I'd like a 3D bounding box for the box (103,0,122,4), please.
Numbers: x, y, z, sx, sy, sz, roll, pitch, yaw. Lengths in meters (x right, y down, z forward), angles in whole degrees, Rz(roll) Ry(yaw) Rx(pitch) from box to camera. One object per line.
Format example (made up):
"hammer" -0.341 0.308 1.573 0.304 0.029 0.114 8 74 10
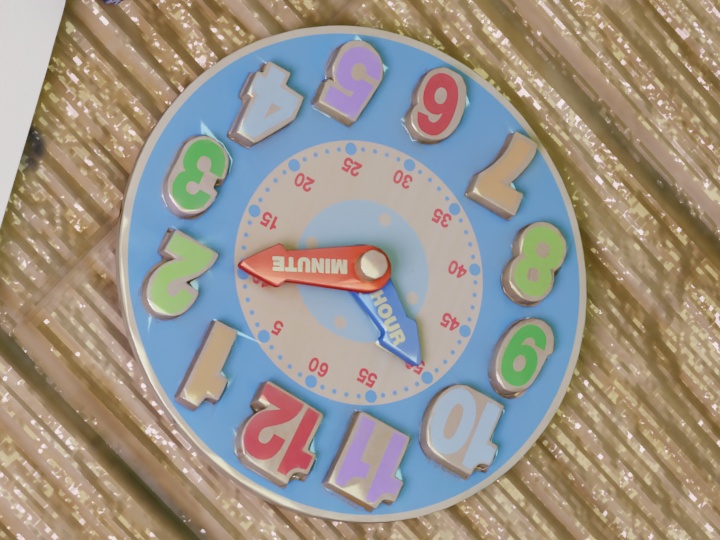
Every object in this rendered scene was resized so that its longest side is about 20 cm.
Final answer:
"box" -0.112 -0.215 0.996 0.200 0.148 0.104 45 71 -10

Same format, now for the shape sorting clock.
"shape sorting clock" 0.000 0.000 1.064 0.199 0.039 0.201 2 83 -19

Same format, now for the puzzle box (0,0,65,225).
"puzzle box" -0.199 -0.030 1.005 0.132 0.025 0.201 19 77 -16
